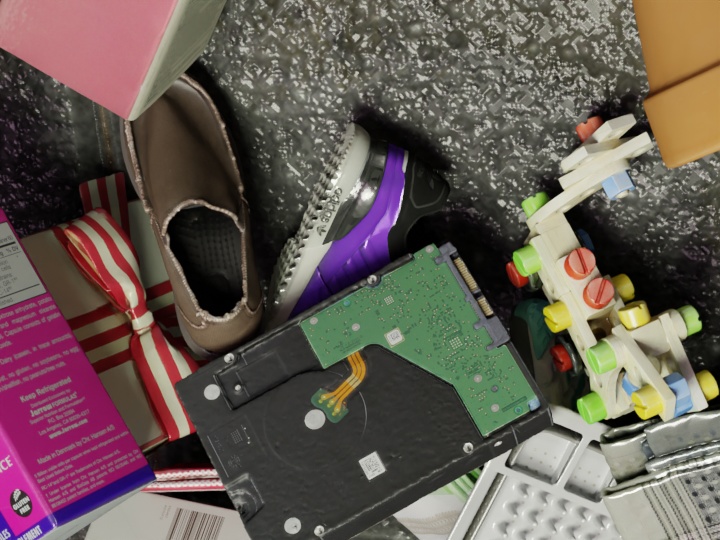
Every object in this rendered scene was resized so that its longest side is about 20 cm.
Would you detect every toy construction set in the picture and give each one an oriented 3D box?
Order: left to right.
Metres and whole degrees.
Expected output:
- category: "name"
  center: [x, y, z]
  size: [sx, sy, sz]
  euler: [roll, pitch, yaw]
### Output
- category: "toy construction set"
  center: [0.151, 0.008, 1.222]
  size: [0.092, 0.131, 0.200]
  euler: [-9, 75, -9]

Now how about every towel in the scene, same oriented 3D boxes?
- category: "towel"
  center: [-0.085, 0.139, 1.343]
  size: [0.144, 0.200, 0.023]
  euler: [-3, 84, 2]
- category: "towel"
  center: [0.085, 0.197, 1.371]
  size: [0.200, 0.031, 0.149]
  euler: [44, 154, -13]
- category: "towel"
  center: [0.262, 0.163, 1.217]
  size: [0.192, 0.035, 0.200]
  euler: [-17, 112, 24]

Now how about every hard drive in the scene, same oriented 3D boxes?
- category: "hard drive"
  center: [0.001, 0.083, 1.227]
  size: [0.200, 0.038, 0.140]
  euler: [-30, 65, -2]

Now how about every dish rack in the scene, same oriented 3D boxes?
- category: "dish rack"
  center: [0.129, 0.191, 1.280]
  size: [0.171, 0.044, 0.200]
  euler: [24, 99, -17]

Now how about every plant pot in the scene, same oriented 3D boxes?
- category: "plant pot"
  center: [0.232, -0.160, 1.081]
  size: [0.200, 0.200, 0.140]
  euler: [-24, 92, 29]

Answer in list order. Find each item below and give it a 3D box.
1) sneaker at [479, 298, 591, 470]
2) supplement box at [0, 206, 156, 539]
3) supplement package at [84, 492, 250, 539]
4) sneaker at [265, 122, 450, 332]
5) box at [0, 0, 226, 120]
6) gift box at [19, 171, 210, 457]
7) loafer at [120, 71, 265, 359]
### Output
- category: "sneaker"
  center: [0.112, 0.112, 1.337]
  size: [0.091, 0.078, 0.200]
  euler: [0, 116, 24]
- category: "supplement box"
  center: [-0.233, 0.076, 1.208]
  size: [0.101, 0.103, 0.200]
  euler: [-35, 82, 34]
- category: "supplement package"
  center: [-0.120, 0.279, 1.423]
  size: [0.151, 0.151, 0.200]
  euler: [10, 146, 14]
- category: "sneaker"
  center: [0.000, 0.000, 1.315]
  size: [0.099, 0.070, 0.200]
  euler: [20, 130, -10]
- category: "box"
  center: [-0.128, -0.215, 1.202]
  size: [0.109, 0.128, 0.200]
  euler: [30, 123, 3]
- category: "gift box"
  center: [-0.196, 0.056, 1.353]
  size: [0.187, 0.200, 0.185]
  euler: [-33, 90, 35]
- category: "loafer"
  center: [-0.102, -0.045, 1.272]
  size: [0.073, 0.071, 0.200]
  euler: [-18, 80, -10]
